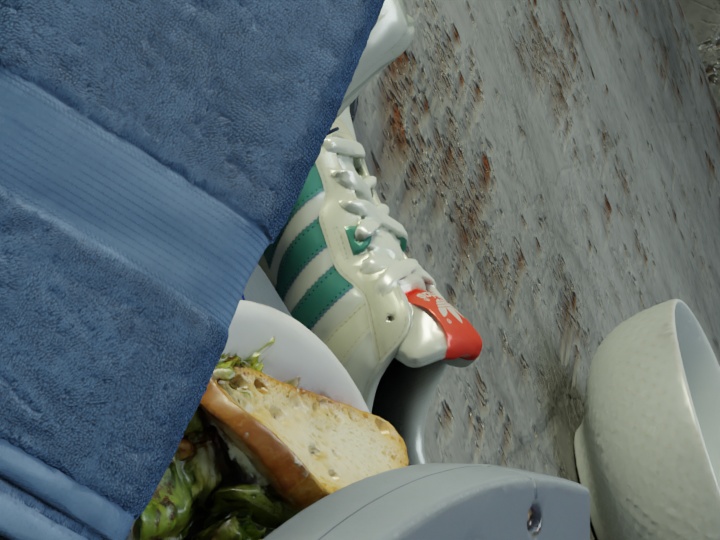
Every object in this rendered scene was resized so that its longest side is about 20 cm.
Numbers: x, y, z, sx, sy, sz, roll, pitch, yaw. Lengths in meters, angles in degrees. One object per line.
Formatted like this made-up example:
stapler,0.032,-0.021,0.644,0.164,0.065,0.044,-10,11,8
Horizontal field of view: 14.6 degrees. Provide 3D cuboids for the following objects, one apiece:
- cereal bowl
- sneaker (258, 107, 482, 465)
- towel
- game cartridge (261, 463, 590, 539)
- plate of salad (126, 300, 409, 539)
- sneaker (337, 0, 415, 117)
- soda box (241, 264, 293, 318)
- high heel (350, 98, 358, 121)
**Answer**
cereal bowl,0.176,0.123,1.608,0.200,0.083,0.201,-18,90,-76
sneaker,0.000,0.000,0.944,0.070,0.093,0.201,2,87,-57
towel,-0.069,-0.029,0.673,0.111,0.048,0.201,34,75,-31
game cartridge,0.008,0.124,0.746,0.200,0.041,0.134,-19,115,-60
plate of salad,-0.030,0.109,0.762,0.200,0.048,0.201,-4,95,-59
sneaker,-0.053,-0.088,0.871,0.200,0.081,0.075,40,-11,49
soda box,-0.062,0.024,0.827,0.064,0.068,0.200,-96,162,-44
high heel,-0.006,-0.177,1.220,0.143,0.071,0.201,98,-7,-55
